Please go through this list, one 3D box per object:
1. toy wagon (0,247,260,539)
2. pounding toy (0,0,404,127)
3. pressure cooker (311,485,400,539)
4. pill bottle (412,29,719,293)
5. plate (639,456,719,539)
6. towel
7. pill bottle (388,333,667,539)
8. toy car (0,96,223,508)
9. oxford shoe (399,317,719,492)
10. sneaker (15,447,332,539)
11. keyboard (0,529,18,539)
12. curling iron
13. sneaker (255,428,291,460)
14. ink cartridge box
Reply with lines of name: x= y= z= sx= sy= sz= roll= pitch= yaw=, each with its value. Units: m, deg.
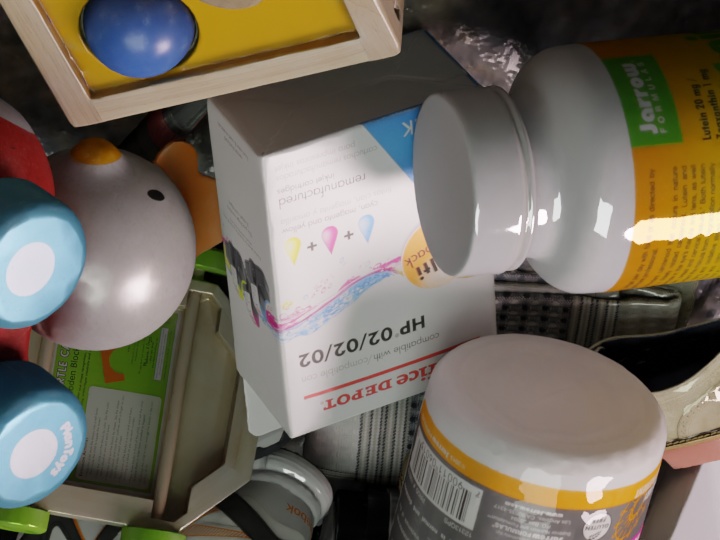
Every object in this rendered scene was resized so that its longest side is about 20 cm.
toy wagon: x=-0.148 y=0.055 z=1.440 sx=0.200 sy=0.155 sz=0.040 roll=11 pitch=169 yaw=-8
pounding toy: x=-0.063 y=-0.162 z=1.209 sx=0.200 sy=0.142 sz=0.184 roll=-11 pitch=135 yaw=17
pressure cooker: x=0.036 y=0.205 z=1.571 sx=0.200 sy=0.179 sz=0.176 roll=7 pitch=116 yaw=-3
pill bottle: x=0.130 y=-0.049 z=1.295 sx=0.200 sy=0.111 sz=0.111 roll=-7 pitch=139 yaw=-17
plate: x=0.170 y=0.178 z=1.520 sx=0.032 sy=0.200 sz=0.200 roll=8 pitch=140 yaw=23
towel: x=0.068 y=0.052 z=1.503 sx=0.192 sy=0.035 sz=0.200 roll=6 pitch=136 yaw=-1
pill bottle: x=0.069 y=0.140 z=1.384 sx=0.116 sy=0.116 sz=0.200 roll=9 pitch=120 yaw=-5
toy car: x=-0.142 y=-0.020 z=1.321 sx=0.200 sy=0.184 sz=0.177 roll=-21 pitch=128 yaw=-35
oxford shoe: x=0.108 y=0.068 z=1.460 sx=0.200 sy=0.071 sz=0.074 roll=-19 pitch=131 yaw=7
sneaker: x=-0.111 y=0.152 z=1.528 sx=0.200 sy=0.080 sz=0.074 roll=-19 pitch=129 yaw=31
keyboard: x=-0.169 y=0.121 z=1.603 sx=0.104 sy=0.040 sz=0.200 roll=1 pitch=135 yaw=27
curling iron: x=-0.089 y=-0.075 z=1.380 sx=0.026 sy=0.050 sz=0.200 roll=24 pitch=139 yaw=-18
sneaker: x=-0.124 y=0.051 z=1.486 sx=0.200 sy=0.072 sz=0.083 roll=4 pitch=107 yaw=-9
ink cartridge box: x=0.000 y=0.000 z=1.370 sx=0.115 sy=0.068 sz=0.200 roll=-18 pitch=127 yaw=-18
